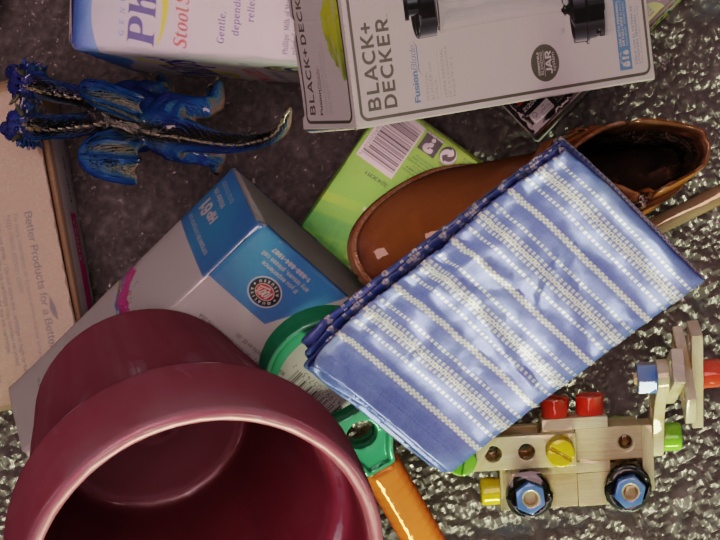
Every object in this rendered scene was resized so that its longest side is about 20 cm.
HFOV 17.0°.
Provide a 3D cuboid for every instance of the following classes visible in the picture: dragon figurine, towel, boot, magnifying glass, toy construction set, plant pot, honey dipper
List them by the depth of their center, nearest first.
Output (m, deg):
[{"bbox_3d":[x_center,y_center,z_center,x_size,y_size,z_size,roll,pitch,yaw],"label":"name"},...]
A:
[{"bbox_3d":[-0.102,0.118,1.314,0.198,0.179,0.202,-7,118,-13],"label":"plant pot"},{"bbox_3d":[0.080,0.027,1.374,0.200,0.024,0.145,-38,126,16],"label":"towel"},{"bbox_3d":[0.100,-0.039,1.412,0.198,0.155,0.077,-10,86,-16],"label":"boot"},{"bbox_3d":[-0.132,-0.085,1.416,0.199,0.099,0.059,20,111,44],"label":"dragon figurine"},{"bbox_3d":[0.003,0.101,1.433,0.079,0.022,0.201,-30,127,-1],"label":"magnifying glass"},{"bbox_3d":[0.124,0.083,1.472,0.198,0.092,0.132,-2,98,14],"label":"toy construction set"},{"bbox_3d":[0.187,-0.031,1.494,0.199,0.038,0.038,-25,89,8],"label":"honey dipper"}]

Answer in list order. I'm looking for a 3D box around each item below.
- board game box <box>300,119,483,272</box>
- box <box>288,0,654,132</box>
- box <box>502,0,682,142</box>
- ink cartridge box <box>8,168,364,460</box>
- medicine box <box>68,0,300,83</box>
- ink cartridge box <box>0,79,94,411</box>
[{"bbox_3d":[0.000,0.000,1.514,0.095,0.030,0.201,35,92,3],"label":"board game box"},{"bbox_3d":[0.061,-0.146,1.324,0.199,0.060,0.118,-10,98,-28],"label":"box"},{"bbox_3d":[0.165,-0.160,1.455,0.200,0.110,0.035,-45,87,4],"label":"box"},{"bbox_3d":[-0.091,0.063,1.442,0.200,0.085,0.144,-44,121,8],"label":"ink cartridge box"},{"bbox_3d":[-0.058,-0.169,1.438,0.198,0.182,0.104,4,91,5],"label":"medicine box"},{"bbox_3d":[-0.257,-0.008,1.514,0.163,0.075,0.202,-10,90,4],"label":"ink cartridge box"}]
